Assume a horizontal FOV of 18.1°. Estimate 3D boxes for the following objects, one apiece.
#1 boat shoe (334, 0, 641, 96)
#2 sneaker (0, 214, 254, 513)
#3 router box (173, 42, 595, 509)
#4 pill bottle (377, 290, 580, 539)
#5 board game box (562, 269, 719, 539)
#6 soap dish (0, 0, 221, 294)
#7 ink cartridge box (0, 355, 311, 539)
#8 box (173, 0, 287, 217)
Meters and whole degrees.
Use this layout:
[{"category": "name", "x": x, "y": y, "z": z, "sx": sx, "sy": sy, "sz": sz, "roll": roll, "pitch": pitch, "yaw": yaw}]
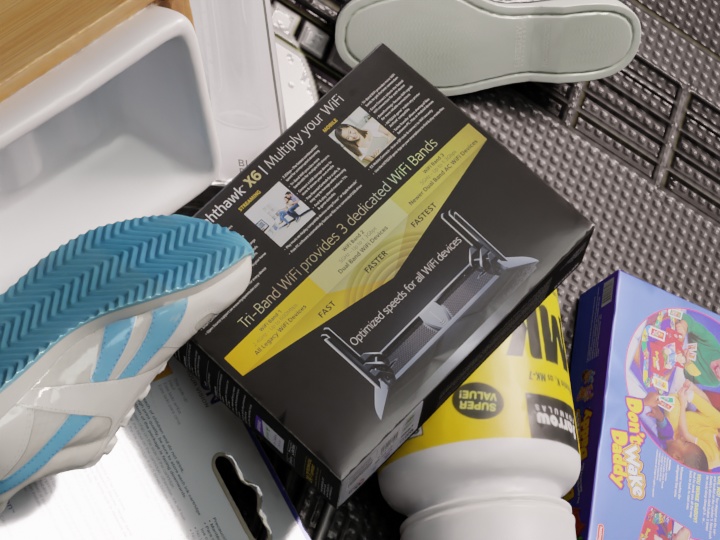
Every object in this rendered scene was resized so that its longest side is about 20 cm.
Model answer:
[{"category": "boat shoe", "x": 0.073, "y": -0.152, "z": 1.405, "sx": 0.199, "sy": 0.076, "sz": 0.060, "roll": 3, "pitch": 28, "yaw": -20}, {"category": "sneaker", "x": -0.135, "y": 0.043, "z": 1.111, "sx": 0.200, "sy": 0.081, "sz": 0.076, "roll": -34, "pitch": 43, "yaw": -24}, {"category": "router box", "x": 0.000, "y": 0.000, "z": 1.193, "sx": 0.157, "sy": 0.052, "sz": 0.200, "roll": 42, "pitch": 71, "yaw": 13}, {"category": "pill bottle", "x": 0.062, "y": 0.073, "z": 1.258, "sx": 0.114, "sy": 0.114, "sz": 0.201, "roll": 6, "pitch": 65, "yaw": -29}, {"category": "board game box", "x": 0.188, "y": 0.117, "z": 1.356, "sx": 0.134, "sy": 0.045, "sz": 0.201, "roll": 23, "pitch": 58, "yaw": -20}, {"category": "soap dish", "x": -0.168, "y": -0.060, "z": 1.119, "sx": 0.200, "sy": 0.158, "sz": 0.081, "roll": -36, "pitch": 63, "yaw": -16}, {"category": "ink cartridge box", "x": -0.124, "y": 0.150, "z": 1.154, "sx": 0.199, "sy": 0.043, "sz": 0.197, "roll": -22, "pitch": 79, "yaw": -39}, {"category": "box", "x": -0.110, "y": -0.127, "z": 1.280, "sx": 0.116, "sy": 0.060, "sz": 0.201, "roll": 3, "pitch": 67, "yaw": -30}]
